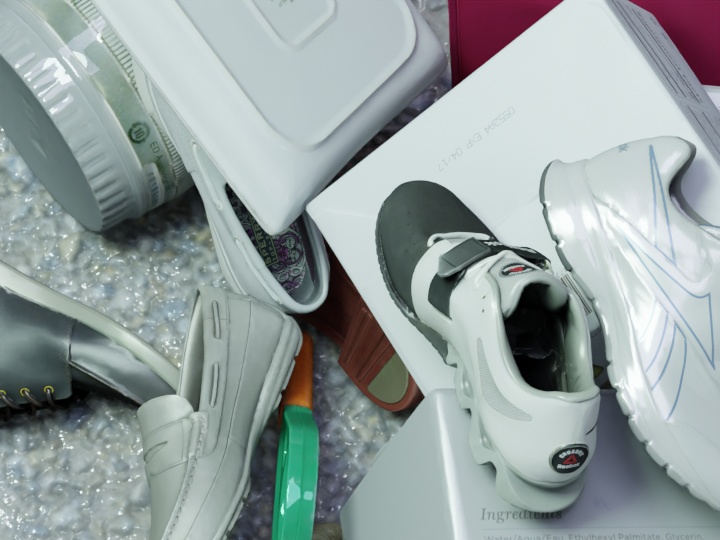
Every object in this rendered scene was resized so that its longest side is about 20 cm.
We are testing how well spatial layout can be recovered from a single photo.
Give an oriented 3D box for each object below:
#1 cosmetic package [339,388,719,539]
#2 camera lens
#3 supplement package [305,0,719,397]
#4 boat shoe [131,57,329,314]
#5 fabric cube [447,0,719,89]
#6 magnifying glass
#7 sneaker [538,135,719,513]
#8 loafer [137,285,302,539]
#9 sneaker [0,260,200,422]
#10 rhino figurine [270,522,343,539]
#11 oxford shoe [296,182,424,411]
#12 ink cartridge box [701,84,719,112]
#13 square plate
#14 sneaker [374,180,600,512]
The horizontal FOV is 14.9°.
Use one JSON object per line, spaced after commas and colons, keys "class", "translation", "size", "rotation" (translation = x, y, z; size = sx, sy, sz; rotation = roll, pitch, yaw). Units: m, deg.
{"class": "cosmetic package", "translation": [0.098, 0.182, 1.423], "size": [0.164, 0.165, 0.201], "rotation": [2, 63, -19]}
{"class": "camera lens", "translation": [-0.113, -0.137, 1.627], "size": [0.200, 0.160, 0.160], "rotation": [-36, 66, -15]}
{"class": "supplement package", "translation": [0.105, -0.027, 1.485], "size": [0.200, 0.111, 0.156], "rotation": [-38, 72, 17]}
{"class": "boat shoe", "translation": [-0.068, -0.065, 1.533], "size": [0.072, 0.068, 0.201], "rotation": [-22, 107, -24]}
{"class": "fabric cube", "translation": [0.164, -0.207, 1.633], "size": [0.199, 0.196, 0.201], "rotation": [7, 64, 8]}
{"class": "magnifying glass", "translation": [-0.035, 0.095, 1.521], "size": [0.022, 0.080, 0.200], "rotation": [6, 30, -6]}
{"class": "sneaker", "translation": [0.159, 0.025, 1.363], "size": [0.087, 0.074, 0.201], "rotation": [-24, 83, 14]}
{"class": "loafer", "translation": [-0.092, 0.097, 1.498], "size": [0.070, 0.070, 0.200], "rotation": [27, 52, -12]}
{"class": "sneaker", "translation": [-0.187, 0.068, 1.584], "size": [0.200, 0.075, 0.106], "rotation": [27, 80, 14]}
{"class": "rhino figurine", "translation": [-0.033, 0.180, 1.514], "size": [0.199, 0.060, 0.088], "rotation": [-17, 54, -10]}
{"class": "oxford shoe", "translation": [0.000, 0.000, 1.617], "size": [0.075, 0.071, 0.200], "rotation": [-12, 56, -36]}
{"class": "ink cartridge box", "translation": [0.250, -0.023, 1.564], "size": [0.199, 0.086, 0.148], "rotation": [6, 85, -1]}
{"class": "square plate", "translation": [-0.050, -0.148, 1.518], "size": [0.198, 0.028, 0.200], "rotation": [53, 45, -10]}
{"class": "sneaker", "translation": [0.072, 0.014, 1.366], "size": [0.074, 0.089, 0.200], "rotation": [-9, 51, -26]}
